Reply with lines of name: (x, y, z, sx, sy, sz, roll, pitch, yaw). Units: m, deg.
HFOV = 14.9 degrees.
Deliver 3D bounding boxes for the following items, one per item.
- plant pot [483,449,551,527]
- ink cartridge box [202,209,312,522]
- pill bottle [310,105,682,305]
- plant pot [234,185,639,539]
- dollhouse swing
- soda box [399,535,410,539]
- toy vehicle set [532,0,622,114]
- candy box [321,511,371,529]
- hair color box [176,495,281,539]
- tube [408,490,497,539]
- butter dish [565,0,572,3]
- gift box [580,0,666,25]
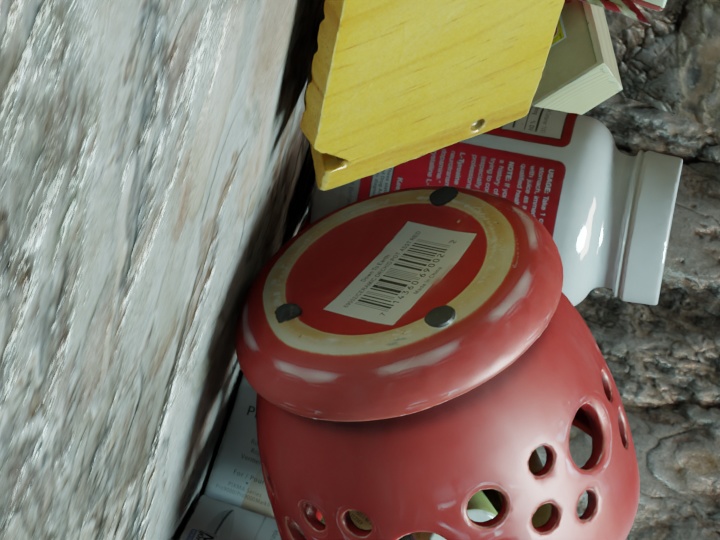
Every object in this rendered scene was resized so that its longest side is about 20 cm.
plant pot: (0.087, 0.169, 1.631, 0.200, 0.027, 0.201, 167, -90, -77)
ink cartridge box: (-0.036, 0.058, 1.647, 0.162, 0.050, 0.201, -49, 161, -79)
pill bottle: (0.078, -0.040, 1.566, 0.112, 0.199, 0.113, 11, 90, -83)
plant pot: (0.034, 0.067, 1.470, 0.201, 0.200, 0.183, -66, 144, -48)
dollhouse swing: (0.019, -0.188, 1.369, 0.181, 0.176, 0.200, -21, 150, -24)
soda box: (-0.024, 0.233, 1.745, 0.200, 0.063, 0.068, -38, -142, 25)
toy vehicle set: (0.122, -0.157, 2.026, 0.124, 0.027, 0.200, -31, -152, 16)
candy box: (-0.053, 0.208, 1.651, 0.200, 0.055, 0.115, -54, 179, 6)
hair color box: (-0.016, 0.204, 1.529, 0.109, 0.199, 0.065, -62, 171, -65)
tube: (0.034, 0.115, 1.623, 0.058, 0.052, 0.200, -51, -153, 8)
butter dish: (0.200, -0.304, 1.952, 0.199, 0.147, 0.201, 157, -74, -80)
gift box: (0.139, -0.253, 1.561, 0.185, 0.199, 0.187, -54, 165, -57)
